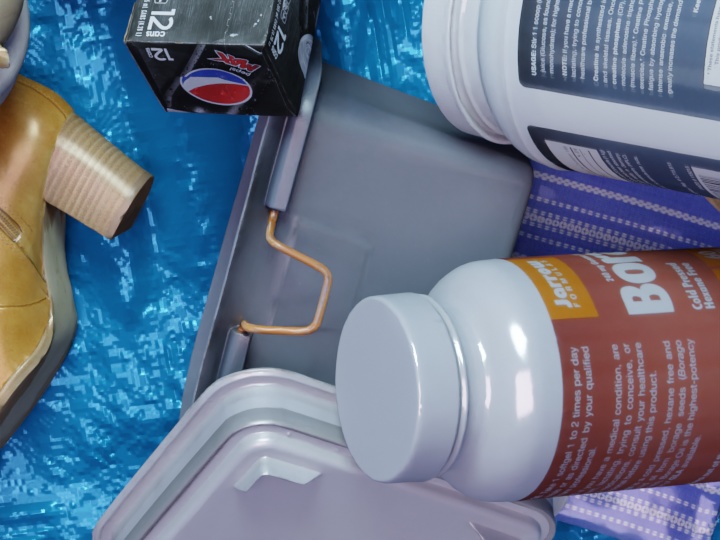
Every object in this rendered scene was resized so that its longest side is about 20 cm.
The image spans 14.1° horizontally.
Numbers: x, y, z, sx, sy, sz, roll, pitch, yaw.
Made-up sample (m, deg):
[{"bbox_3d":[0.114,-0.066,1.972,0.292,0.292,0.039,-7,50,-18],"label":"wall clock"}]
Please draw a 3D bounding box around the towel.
[{"bbox_3d":[0.131,0.036,1.453,0.144,0.024,0.201,16,104,6],"label":"towel"}]

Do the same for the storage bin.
[{"bbox_3d":[0.000,0.000,1.414,0.134,0.146,0.201,14,104,-5],"label":"storage bin"}]

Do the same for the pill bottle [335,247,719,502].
[{"bbox_3d":[0.095,0.048,1.349,0.199,0.112,0.113,-3,104,-27],"label":"pill bottle"}]

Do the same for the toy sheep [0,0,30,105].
[{"bbox_3d":[-0.225,-0.119,1.388,0.200,0.138,0.138,-15,102,51],"label":"toy sheep"}]

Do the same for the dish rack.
[{"bbox_3d":[-0.013,0.133,1.416,0.199,0.044,0.172,19,133,-25],"label":"dish rack"}]

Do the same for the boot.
[{"bbox_3d":[-0.208,-0.007,1.478,0.144,0.071,0.202,31,99,7],"label":"boot"}]

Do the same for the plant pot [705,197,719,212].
[{"bbox_3d":[0.223,-0.103,1.362,0.199,0.027,0.201,12,111,34],"label":"plant pot"}]

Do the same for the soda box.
[{"bbox_3d":[-0.050,-0.172,1.356,0.070,0.063,0.201,3,63,16],"label":"soda box"}]

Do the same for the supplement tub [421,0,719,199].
[{"bbox_3d":[0.143,-0.106,1.315,0.199,0.140,0.141,13,105,34],"label":"supplement tub"}]
